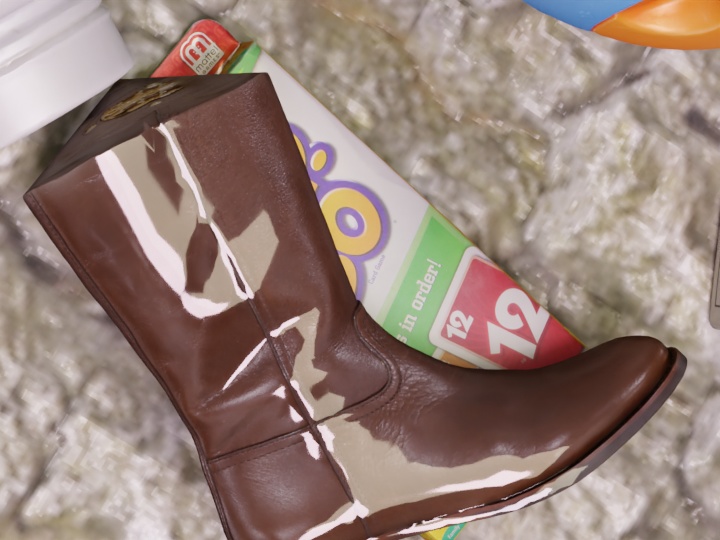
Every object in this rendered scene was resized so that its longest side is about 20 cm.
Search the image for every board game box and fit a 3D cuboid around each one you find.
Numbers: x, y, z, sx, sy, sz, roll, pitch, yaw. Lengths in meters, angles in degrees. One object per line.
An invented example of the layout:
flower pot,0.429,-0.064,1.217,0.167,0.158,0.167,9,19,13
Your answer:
board game box,-0.013,0.004,0.929,0.200,0.030,0.096,42,80,-12

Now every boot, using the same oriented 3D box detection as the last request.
boot,0.000,0.000,0.890,0.186,0.064,0.200,-30,97,-14

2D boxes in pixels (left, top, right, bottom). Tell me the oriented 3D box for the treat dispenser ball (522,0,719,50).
treat dispenser ball,0.114,-0.178,0.870,0.201,0.201,0.201,-1,92,-18

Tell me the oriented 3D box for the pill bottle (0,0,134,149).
pill bottle,-0.157,-0.137,0.832,0.109,0.109,0.200,-32,101,-14

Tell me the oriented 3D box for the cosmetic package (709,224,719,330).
cosmetic package,0.212,-0.017,0.907,0.087,0.200,0.103,9,90,-17
